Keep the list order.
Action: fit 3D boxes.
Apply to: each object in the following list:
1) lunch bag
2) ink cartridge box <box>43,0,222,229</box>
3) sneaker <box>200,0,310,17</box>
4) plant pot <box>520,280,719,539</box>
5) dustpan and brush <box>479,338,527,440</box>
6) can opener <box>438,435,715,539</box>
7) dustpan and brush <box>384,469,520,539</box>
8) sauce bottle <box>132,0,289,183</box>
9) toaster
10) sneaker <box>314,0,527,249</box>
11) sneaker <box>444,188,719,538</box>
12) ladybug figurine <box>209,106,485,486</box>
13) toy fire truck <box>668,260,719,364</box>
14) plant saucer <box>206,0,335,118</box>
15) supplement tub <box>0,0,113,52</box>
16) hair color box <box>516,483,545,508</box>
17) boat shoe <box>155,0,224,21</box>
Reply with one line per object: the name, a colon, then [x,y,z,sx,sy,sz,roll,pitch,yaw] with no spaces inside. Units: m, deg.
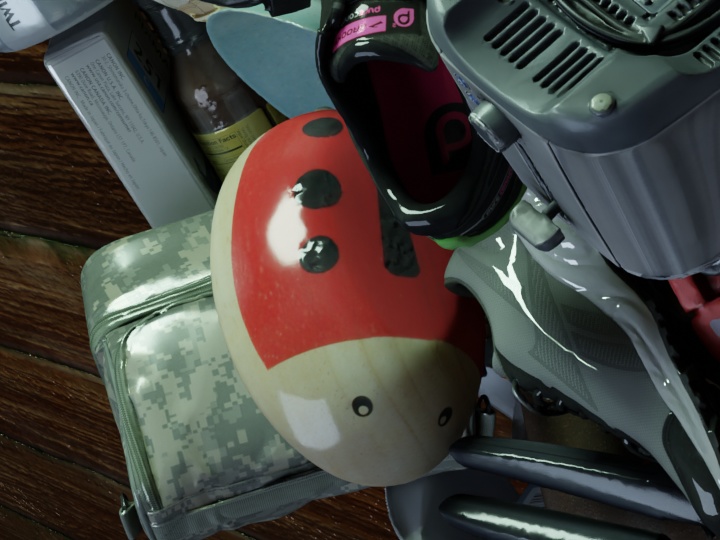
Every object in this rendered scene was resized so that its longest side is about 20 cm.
lunch bag: [-0.040,0.058,0.994,0.168,0.198,0.140,-110,5,-46]
ink cartridge box: [-0.114,-0.085,1.115,0.201,0.044,0.177,59,-169,-26]
sneaker: [-0.063,-0.185,0.799,0.200,0.111,0.073,53,161,41]
plant pot: [0.157,0.092,0.874,0.201,0.186,0.187,59,154,1]
dustpan and brush: [0.100,0.068,1.015,0.139,0.057,0.201,34,152,24]
can opener: [0.118,0.105,0.777,0.199,0.064,0.078,17,173,38]
dustpan and brush: [0.056,0.134,1.057,0.057,0.201,0.139,-32,122,25]
sauce bottle: [-0.066,-0.090,1.060,0.064,0.065,0.201,7,132,53]
toaster: [0.123,-0.093,0.648,0.114,0.200,0.129,42,171,32]
sneaker: [0.019,-0.106,0.694,0.076,0.084,0.202,-16,96,18]
sneaker: [0.104,0.041,0.771,0.074,0.079,0.201,26,-158,-47]
ladybug figurine: [0.000,0.000,0.860,0.072,0.135,0.202,-52,43,46]
toy fire truck: [0.225,0.010,0.691,0.199,0.049,0.142,-32,82,32]
plant saucer: [0.018,-0.087,0.918,0.200,0.039,0.201,30,170,6]
supplement tub: [-0.204,-0.231,0.996,0.122,0.123,0.201,6,134,54]
hair color box: [0.147,0.204,0.981,0.060,0.099,0.201,-15,118,51]
boat shoe: [-0.044,-0.166,0.920,0.069,0.074,0.199,33,160,-32]
